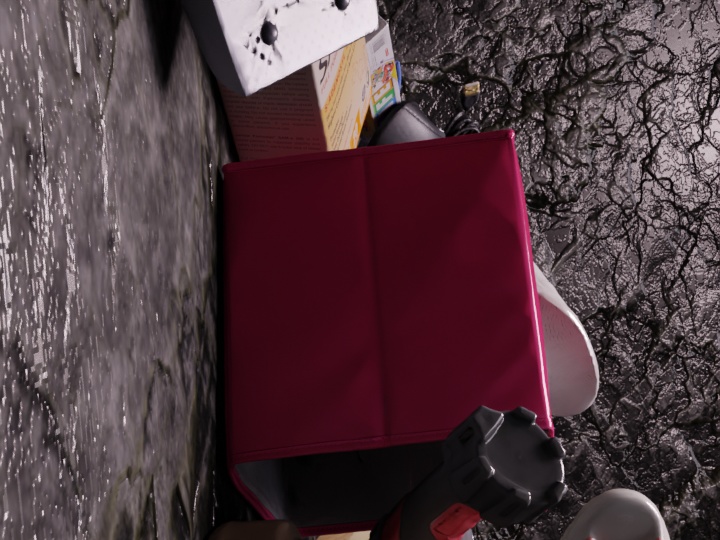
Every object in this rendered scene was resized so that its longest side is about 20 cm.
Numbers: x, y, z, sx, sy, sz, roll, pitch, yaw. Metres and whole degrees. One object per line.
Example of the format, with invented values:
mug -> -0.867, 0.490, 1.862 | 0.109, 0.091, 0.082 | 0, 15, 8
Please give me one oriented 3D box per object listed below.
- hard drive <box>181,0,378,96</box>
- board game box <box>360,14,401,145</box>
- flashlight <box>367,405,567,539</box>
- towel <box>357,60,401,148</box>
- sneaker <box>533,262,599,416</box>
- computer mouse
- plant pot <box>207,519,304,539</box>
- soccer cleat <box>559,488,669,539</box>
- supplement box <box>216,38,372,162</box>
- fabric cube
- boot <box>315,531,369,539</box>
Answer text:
hard drive -> -0.058, -0.209, 0.674 | 0.135, 0.042, 0.202 | -35, 121, -42
board game box -> -0.025, -0.188, 1.050 | 0.134, 0.034, 0.200 | 45, -9, 18
flashlight -> 0.060, 0.143, 0.723 | 0.200, 0.067, 0.069 | 125, -38, -59
towel -> 0.005, -0.108, 1.342 | 0.148, 0.024, 0.201 | -82, -169, -53
sneaker -> 0.130, 0.021, 1.006 | 0.201, 0.075, 0.089 | 56, 21, -6
computer mouse -> 0.070, -0.118, 1.131 | 0.141, 0.046, 0.200 | -51, 165, -5
plant pot -> 0.010, 0.234, 0.681 | 0.200, 0.172, 0.203 | -4, 90, -86
soccer cleat -> 0.122, 0.201, 0.658 | 0.078, 0.068, 0.203 | -96, -172, -72
supplement box -> -0.045, -0.151, 0.857 | 0.201, 0.073, 0.127 | 79, 20, -53
fabric cube -> 0.019, 0.050, 0.833 | 0.197, 0.197, 0.202 | 73, 11, -65
boot -> -0.007, 0.282, 1.094 | 0.201, 0.070, 0.145 | -43, 151, -60
